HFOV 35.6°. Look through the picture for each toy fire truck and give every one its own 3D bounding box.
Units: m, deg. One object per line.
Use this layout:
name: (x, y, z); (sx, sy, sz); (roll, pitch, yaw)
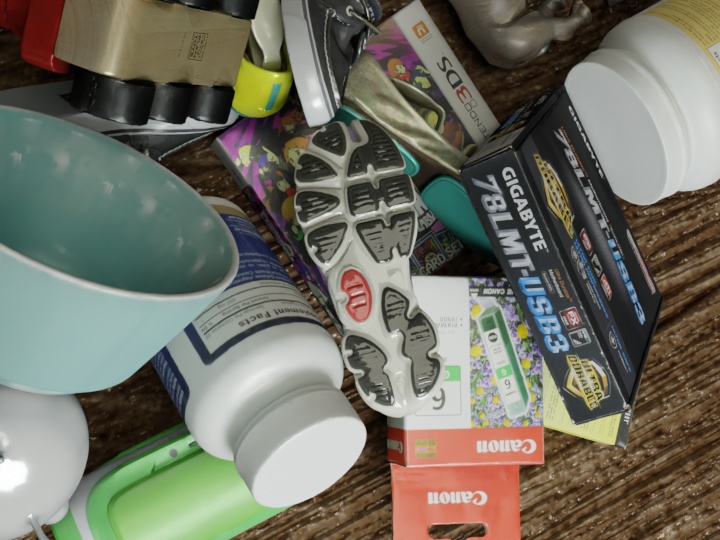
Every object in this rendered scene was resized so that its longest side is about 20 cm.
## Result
toy fire truck: (-0.188, -0.152, 0.708); (0.198, 0.176, 0.130); (21, 104, 14)

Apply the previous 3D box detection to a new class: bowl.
bowl: (-0.182, -0.002, 0.661); (0.199, 0.201, 0.106); (23, 112, -14)

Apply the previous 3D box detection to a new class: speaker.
speaker: (-0.116, 0.153, 0.794); (0.199, 0.088, 0.089); (-25, 95, -16)

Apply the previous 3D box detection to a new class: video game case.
video game case: (0.015, -0.080, 0.867); (0.199, 0.036, 0.182); (-36, 97, -15)

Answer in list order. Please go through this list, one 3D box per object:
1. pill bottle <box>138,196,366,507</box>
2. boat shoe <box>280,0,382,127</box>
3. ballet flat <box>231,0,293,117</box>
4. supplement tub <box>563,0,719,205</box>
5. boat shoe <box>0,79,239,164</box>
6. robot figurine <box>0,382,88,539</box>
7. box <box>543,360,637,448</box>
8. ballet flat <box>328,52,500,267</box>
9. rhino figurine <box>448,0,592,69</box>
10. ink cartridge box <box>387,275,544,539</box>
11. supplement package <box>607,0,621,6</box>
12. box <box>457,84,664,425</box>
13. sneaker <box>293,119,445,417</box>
pill bottle: (-0.079, 0.053, 0.745); (0.110, 0.111, 0.200); (-26, 55, -15)
boat shoe: (-0.017, -0.183, 0.799); (0.066, 0.201, 0.070); (-10, 136, 7)
ballet flat: (-0.086, -0.209, 0.804); (0.066, 0.067, 0.202); (-9, 75, -26)
supplement tub: (0.277, -0.153, 0.890); (0.199, 0.145, 0.146); (-30, 96, -15)
boat shoe: (-0.173, -0.093, 0.788); (0.198, 0.073, 0.069); (-18, 131, -41)
robot figurine: (-0.240, 0.091, 0.701); (0.113, 0.200, 0.170); (-40, 130, -12)
box: (0.122, 0.080, 0.884); (0.198, 0.050, 0.076); (16, 83, -16)
ballet flat: (0.059, -0.085, 0.828); (0.200, 0.067, 0.063); (41, 68, -11)
rhino figurine: (0.088, -0.248, 0.883); (0.087, 0.060, 0.201); (-39, 95, -3)
ink cartridge box: (0.076, 0.106, 0.815); (0.108, 0.050, 0.202); (1, 85, -15)
supplement package: (0.243, -0.361, 0.888); (0.200, 0.147, 0.192); (-41, 99, -13)
box: (0.156, -0.020, 0.829); (0.049, 0.198, 0.201); (-21, 101, 28)
sneaker: (0.000, 0.000, 0.758); (0.080, 0.083, 0.202); (-9, 85, -7)
